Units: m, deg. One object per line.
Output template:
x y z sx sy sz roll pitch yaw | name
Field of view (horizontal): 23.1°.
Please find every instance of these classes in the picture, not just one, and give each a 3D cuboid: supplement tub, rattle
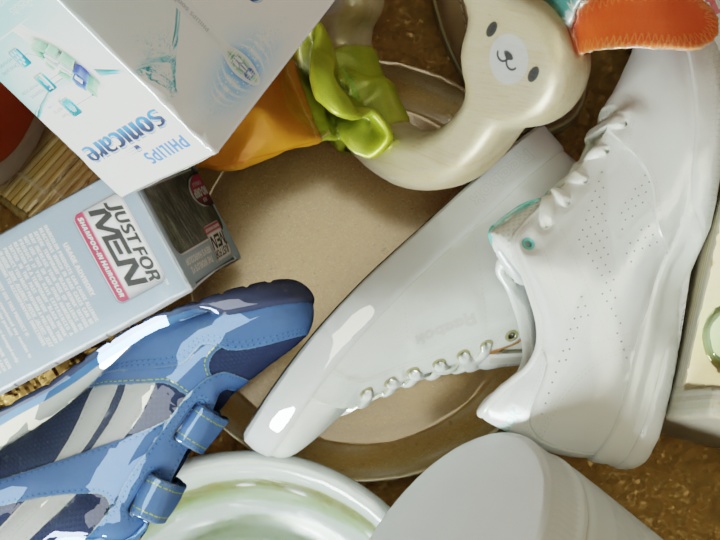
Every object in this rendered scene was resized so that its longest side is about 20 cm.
0.102 0.176 0.757 0.200 0.132 0.132 38 83 -23 | supplement tub
0.024 -0.098 0.730 0.142 0.199 0.131 11 86 -44 | rattle

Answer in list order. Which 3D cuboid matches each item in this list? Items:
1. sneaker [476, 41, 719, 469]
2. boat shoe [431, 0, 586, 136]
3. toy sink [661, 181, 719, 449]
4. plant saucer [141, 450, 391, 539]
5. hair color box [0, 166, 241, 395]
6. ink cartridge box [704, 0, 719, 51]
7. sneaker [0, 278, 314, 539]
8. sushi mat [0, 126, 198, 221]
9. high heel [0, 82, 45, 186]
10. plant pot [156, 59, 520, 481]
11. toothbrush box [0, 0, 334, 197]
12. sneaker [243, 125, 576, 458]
0.100 -0.021 0.757 0.088 0.075 0.201 13 81 -4 | sneaker
0.065 -0.164 0.846 0.071 0.065 0.201 -14 87 -5 | boat shoe
0.199 0.026 0.771 0.129 0.200 0.113 14 84 -2 | toy sink
-0.054 0.184 0.814 0.199 0.050 0.202 0 85 -5 | plant saucer
-0.159 0.021 0.768 0.199 0.099 0.061 -27 94 11 | hair color box
0.175 -0.203 0.847 0.144 0.083 0.201 -23 86 -7 | ink cartridge box
-0.097 0.075 0.767 0.199 0.074 0.083 -33 79 1 | sneaker
-0.093 -0.095 0.842 0.096 0.012 0.200 39 83 22 | sushi mat
-0.227 -0.044 0.824 0.200 0.096 0.068 -44 117 -23 | high heel
0.000 0.000 0.847 0.198 0.027 0.202 0 85 -3 | plant pot
-0.103 -0.152 0.666 0.200 0.085 0.147 46 60 -18 | toothbrush box
0.038 0.028 0.796 0.200 0.073 0.085 -42 86 -8 | sneaker
